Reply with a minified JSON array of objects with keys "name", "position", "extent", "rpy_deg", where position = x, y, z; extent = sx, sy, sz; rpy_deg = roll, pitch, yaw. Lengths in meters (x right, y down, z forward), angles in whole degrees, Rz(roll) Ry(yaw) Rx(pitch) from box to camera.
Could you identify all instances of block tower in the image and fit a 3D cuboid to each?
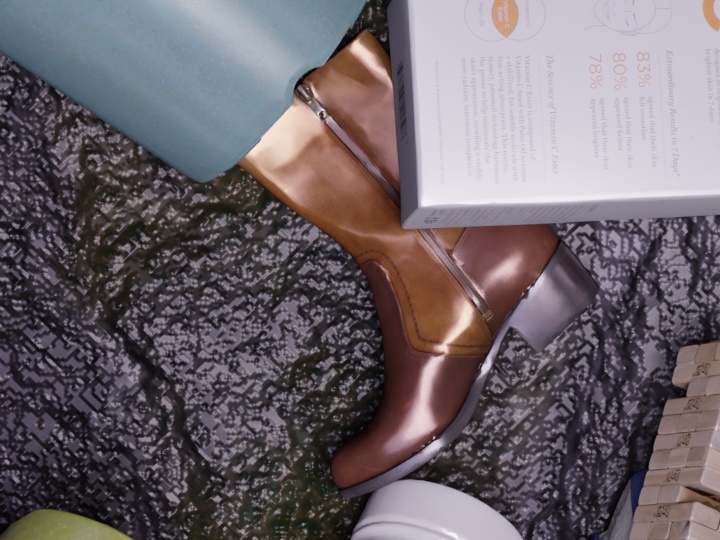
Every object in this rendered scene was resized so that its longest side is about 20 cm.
[{"name":"block tower","position":[0.182,0.132,1.519],"extent":[0.054,0.058,0.200],"rpy_deg":[24,73,-24]}]

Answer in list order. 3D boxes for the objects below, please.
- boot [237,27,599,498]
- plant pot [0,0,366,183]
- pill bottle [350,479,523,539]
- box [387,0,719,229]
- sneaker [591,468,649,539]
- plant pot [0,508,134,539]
[{"name":"boot","position":[0.000,0.000,1.562],"extent":[0.188,0.068,0.200],"rpy_deg":[-44,95,7]},{"name":"plant pot","position":[-0.112,-0.160,1.484],"extent":[0.196,0.200,0.200],"rpy_deg":[40,98,-13]},{"name":"pill bottle","position":[0.013,0.219,1.529],"extent":[0.113,0.113,0.200],"rpy_deg":[28,58,-4]},{"name":"box","position":[0.120,-0.091,1.507],"extent":[0.200,0.097,0.125],"rpy_deg":[-2,85,-5]},{"name":"sneaker","position":[0.115,0.196,1.589],"extent":[0.088,0.075,0.200],"rpy_deg":[21,96,3]},{"name":"plant pot","position":[-0.169,0.233,1.487],"extent":[0.200,0.200,0.184],"rpy_deg":[35,61,-5]}]
